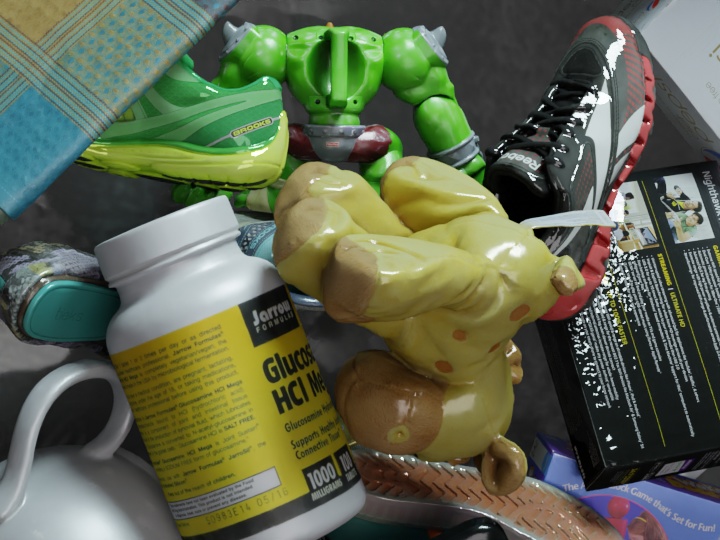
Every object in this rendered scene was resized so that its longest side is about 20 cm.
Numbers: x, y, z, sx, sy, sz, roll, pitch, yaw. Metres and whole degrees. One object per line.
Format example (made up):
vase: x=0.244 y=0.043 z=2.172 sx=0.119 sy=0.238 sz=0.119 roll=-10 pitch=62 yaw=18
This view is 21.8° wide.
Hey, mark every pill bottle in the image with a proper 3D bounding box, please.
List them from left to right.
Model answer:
pill bottle: x=-0.081 y=0.065 z=1.092 sx=0.112 sy=0.112 sz=0.202 roll=-22 pitch=92 yaw=-12

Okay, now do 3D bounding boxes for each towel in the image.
towel: x=-0.181 y=-0.136 z=1.103 sx=0.200 sy=0.147 sz=0.022 roll=-44 pitch=154 yaw=-9

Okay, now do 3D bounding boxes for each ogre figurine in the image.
ogre figurine: x=-0.014 y=-0.095 z=1.174 sx=0.198 sy=0.098 sz=0.121 roll=5 pitch=103 yaw=13

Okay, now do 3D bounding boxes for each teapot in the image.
teapot: x=-0.159 y=0.175 z=1.156 sx=0.197 sy=0.200 sz=0.146 roll=45 pitch=59 yaw=-1

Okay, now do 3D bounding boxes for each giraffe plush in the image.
giraffe plush: x=0.041 y=0.040 z=1.098 sx=0.198 sy=0.173 sz=0.164 roll=5 pitch=116 yaw=-7

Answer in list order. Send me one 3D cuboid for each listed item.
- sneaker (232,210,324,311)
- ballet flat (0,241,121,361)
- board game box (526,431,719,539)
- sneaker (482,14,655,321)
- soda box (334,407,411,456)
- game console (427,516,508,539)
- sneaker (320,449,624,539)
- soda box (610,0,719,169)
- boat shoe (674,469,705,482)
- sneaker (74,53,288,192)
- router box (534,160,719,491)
sneaker: x=0.000 y=0.000 z=1.200 sx=0.198 sy=0.086 sz=0.079 roll=-6 pitch=102 yaw=-27
ballet flat: x=-0.156 y=0.019 z=1.163 sx=0.200 sy=0.072 sz=0.073 roll=20 pitch=96 yaw=-55
board game box: x=0.192 y=0.205 z=1.266 sx=0.198 sy=0.045 sz=0.136 roll=18 pitch=99 yaw=-12
sneaker: x=0.127 y=-0.074 z=1.172 sx=0.098 sy=0.070 sz=0.202 roll=28 pitch=77 yaw=-47
soda box: x=0.023 y=0.188 z=1.264 sx=0.063 sy=0.068 sz=0.202 roll=-23 pitch=107 yaw=-12
game console: x=0.030 y=0.232 z=1.189 sx=0.175 sy=0.117 sz=0.201 roll=-27 pitch=123 yaw=2
sneaker: x=0.070 y=0.176 z=1.199 sx=0.198 sy=0.072 sz=0.081 roll=15 pitch=117 yaw=-3
soda box: x=0.253 y=-0.112 z=1.275 sx=0.064 sy=0.068 sz=0.200 roll=-45 pitch=111 yaw=-5
boat shoe: x=0.170 y=0.141 z=1.303 sx=0.199 sy=0.069 sz=0.057 roll=-32 pitch=109 yaw=-7
sneaker: x=-0.137 y=-0.100 z=1.131 sx=0.198 sy=0.074 sz=0.085 roll=11 pitch=84 yaw=7
router box: x=0.194 y=0.033 z=1.241 sx=0.148 sy=0.051 sz=0.202 roll=-8 pitch=68 yaw=-15
